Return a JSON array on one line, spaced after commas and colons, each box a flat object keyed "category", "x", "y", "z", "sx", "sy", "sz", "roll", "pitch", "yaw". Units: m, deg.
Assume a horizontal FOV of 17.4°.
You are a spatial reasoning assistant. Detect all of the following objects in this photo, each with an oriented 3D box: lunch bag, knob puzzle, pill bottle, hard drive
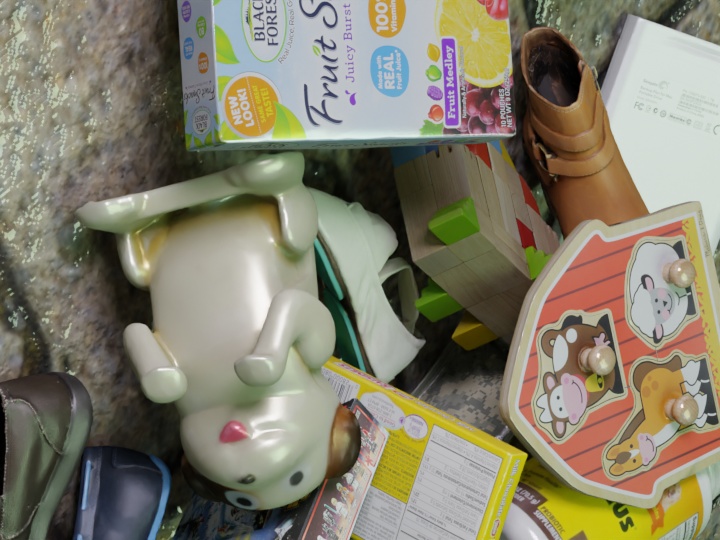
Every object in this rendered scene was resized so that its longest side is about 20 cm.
[{"category": "lunch bag", "x": 0.087, "y": 0.161, "z": 1.717, "sx": 0.200, "sy": 0.117, "sz": 0.164, "roll": -50, "pitch": 137, "yaw": -7}, {"category": "knob puzzle", "x": 0.175, "y": 0.063, "z": 1.552, "sx": 0.219, "sy": 0.030, "sz": 0.221, "roll": -1, "pitch": 91, "yaw": -35}, {"category": "pill bottle", "x": 0.166, "y": 0.164, "z": 1.630, "sx": 0.200, "sy": 0.109, "sz": 0.110, "roll": -29, "pitch": 129, "yaw": -32}, {"category": "hard drive", "x": 0.226, "y": -0.078, "z": 1.772, "sx": 0.132, "sy": 0.026, "sz": 0.201, "roll": 16, "pitch": 99, "yaw": -24}]

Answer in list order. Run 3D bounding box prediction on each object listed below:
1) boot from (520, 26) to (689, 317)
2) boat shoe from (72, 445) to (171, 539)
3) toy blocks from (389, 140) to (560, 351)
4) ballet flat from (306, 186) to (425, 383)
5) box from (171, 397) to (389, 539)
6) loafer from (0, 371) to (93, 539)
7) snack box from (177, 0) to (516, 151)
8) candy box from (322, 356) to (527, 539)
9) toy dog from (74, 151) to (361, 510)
[{"category": "boot", "x": 0.167, "y": -0.064, "z": 1.626, "sx": 0.076, "sy": 0.200, "sz": 0.155, "roll": -19, "pitch": 138, "yaw": -2}, {"category": "boat shoe", "x": -0.179, "y": 0.207, "z": 1.483, "sx": 0.068, "sy": 0.084, "sz": 0.201, "roll": 19, "pitch": 76, "yaw": -8}, {"category": "toy blocks", "x": 0.080, "y": -0.040, "z": 1.596, "sx": 0.100, "sy": 0.137, "sz": 0.200, "roll": -25, "pitch": 145, "yaw": 20}, {"category": "ballet flat", "x": 0.000, "y": 0.000, "z": 1.565, "sx": 0.069, "sy": 0.069, "sz": 0.200, "roll": -46, "pitch": 143, "yaw": -21}, {"category": "box", "x": -0.068, "y": 0.179, "z": 1.474, "sx": 0.040, "sy": 0.137, "sz": 0.200, "roll": 47, "pitch": 41, "yaw": -22}, {"category": "loafer", "x": -0.228, "y": 0.150, "z": 1.404, "sx": 0.071, "sy": 0.073, "sz": 0.201, "roll": 18, "pitch": 91, "yaw": -41}, {"category": "snack box", "x": -0.007, "y": -0.143, "z": 1.365, "sx": 0.199, "sy": 0.053, "sz": 0.143, "roll": -3, "pitch": 88, "yaw": -30}, {"category": "candy box", "x": 0.014, "y": 0.129, "z": 1.548, "sx": 0.026, "sy": 0.200, "sz": 0.103, "roll": 2, "pitch": 108, "yaw": -51}, {"category": "toy dog", "x": -0.077, "y": 0.046, "z": 1.425, "sx": 0.194, "sy": 0.139, "sz": 0.201, "roll": 45, "pitch": 32, "yaw": -85}]
